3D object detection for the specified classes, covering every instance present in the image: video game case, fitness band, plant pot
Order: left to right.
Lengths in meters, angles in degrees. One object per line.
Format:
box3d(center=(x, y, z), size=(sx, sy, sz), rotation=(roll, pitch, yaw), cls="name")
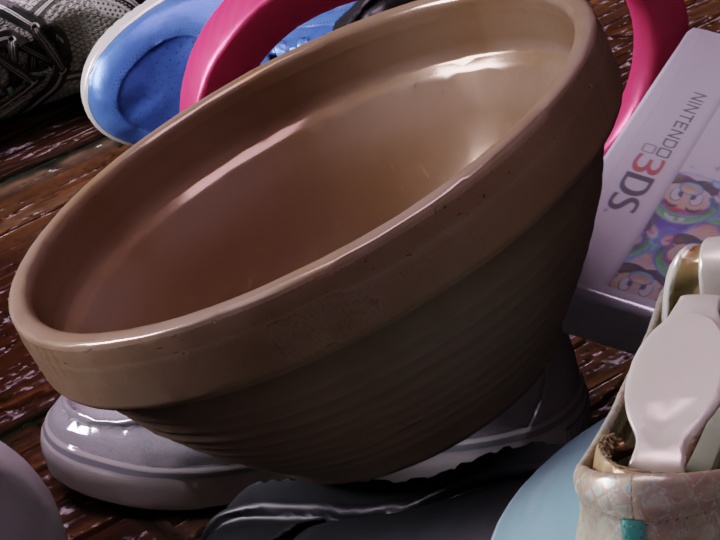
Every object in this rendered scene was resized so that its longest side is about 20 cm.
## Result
box3d(center=(0.000, 0.000, 0.839), size=(0.200, 0.093, 0.201), rotation=(-25, 21, 10), cls="plant pot")
box3d(center=(0.030, -0.066, 1.025), size=(0.199, 0.144, 0.037), rotation=(-18, 27, -8), cls="fitness band")
box3d(center=(0.178, -0.010, 0.923), size=(0.199, 0.024, 0.182), rotation=(17, 37, 16), cls="video game case")

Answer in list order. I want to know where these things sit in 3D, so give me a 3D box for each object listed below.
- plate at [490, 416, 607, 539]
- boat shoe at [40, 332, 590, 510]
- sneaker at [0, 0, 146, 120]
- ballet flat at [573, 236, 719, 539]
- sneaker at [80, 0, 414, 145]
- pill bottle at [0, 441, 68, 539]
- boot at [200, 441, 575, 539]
box3d(center=(0.129, 0.058, 0.710), size=(0.199, 0.026, 0.200), rotation=(-10, 24, 4), cls="plate")
box3d(center=(-0.022, 0.038, 0.940), size=(0.199, 0.069, 0.072), rotation=(-1, 30, 23), cls="boat shoe")
box3d(center=(-0.183, -0.085, 1.252), size=(0.199, 0.078, 0.085), rotation=(-20, 34, 8), cls="sneaker")
box3d(center=(0.098, 0.025, 0.690), size=(0.067, 0.063, 0.200), rotation=(-3, 26, 19), cls="ballet flat")
box3d(center=(-0.021, -0.087, 1.159), size=(0.199, 0.077, 0.111), rotation=(-9, 18, -4), cls="sneaker")
box3d(center=(-0.191, 0.078, 0.901), size=(0.112, 0.113, 0.200), rotation=(-30, 31, -27), cls="pill bottle")
box3d(center=(-0.005, 0.122, 0.774), size=(0.197, 0.074, 0.162), rotation=(-5, 26, 32), cls="boot")
